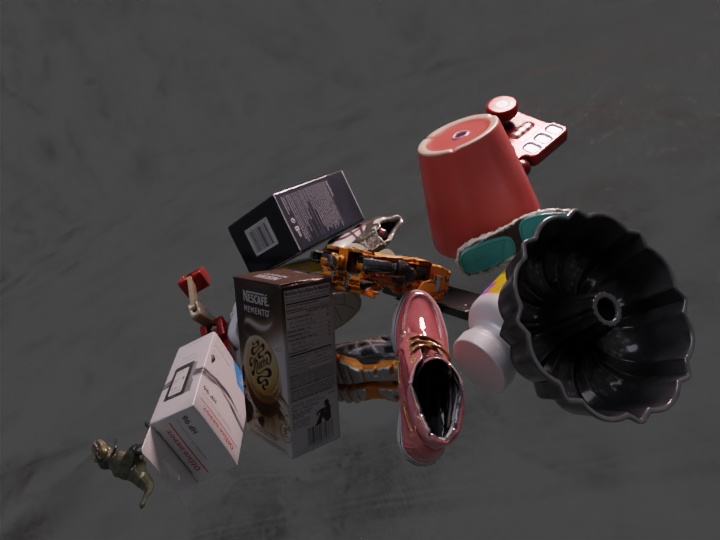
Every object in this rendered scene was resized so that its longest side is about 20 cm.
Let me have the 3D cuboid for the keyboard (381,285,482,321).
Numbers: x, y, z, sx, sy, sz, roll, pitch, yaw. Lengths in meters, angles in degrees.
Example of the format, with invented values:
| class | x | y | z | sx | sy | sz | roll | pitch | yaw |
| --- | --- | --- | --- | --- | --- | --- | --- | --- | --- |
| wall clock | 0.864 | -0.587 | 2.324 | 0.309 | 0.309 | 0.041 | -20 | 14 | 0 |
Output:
| class | x | y | z | sx | sy | sz | roll | pitch | yaw |
| --- | --- | --- | --- | --- | --- | --- | --- | --- | --- |
| keyboard | 0.104 | 0.052 | 0.787 | 0.102 | 0.041 | 0.198 | -14 | 16 | -32 |

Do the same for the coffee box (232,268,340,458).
| class | x | y | z | sx | sy | sz | roll | pitch | yaw |
| --- | --- | --- | --- | --- | --- | --- | --- | --- | --- |
| coffee box | -0.091 | 0.106 | 0.650 | 0.078 | 0.206 | 0.112 | -10 | 11 | -40 |

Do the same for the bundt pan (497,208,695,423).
| class | x | y | z | sx | sy | sz | roll | pitch | yaw |
| --- | --- | --- | --- | --- | --- | --- | --- | --- | --- |
| bundt pan | 0.220 | 0.048 | 0.520 | 0.201 | 0.203 | 0.076 | -38 | -5 | -24 |

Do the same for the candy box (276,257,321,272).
| class | x | y | z | sx | sy | sz | roll | pitch | yaw |
| --- | --- | --- | --- | --- | --- | --- | --- | --- | --- |
| candy box | -0.110 | -0.010 | 1.032 | 0.196 | 0.027 | 0.101 | -8 | 9 | 38 |

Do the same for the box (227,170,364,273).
| class | x | y | z | sx | sy | sz | roll | pitch | yaw |
| --- | --- | --- | --- | --- | --- | --- | --- | --- | --- |
| box | -0.115 | -0.087 | 0.968 | 0.147 | 0.109 | 0.199 | -24 | 6 | 41 |

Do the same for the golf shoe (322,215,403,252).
| class | x | y | z | sx | sy | sz | roll | pitch | yaw |
| --- | --- | --- | --- | --- | --- | --- | --- | --- | --- |
| golf shoe | 0.002 | -0.050 | 0.952 | 0.087 | 0.078 | 0.200 | -26 | 13 | 44 |

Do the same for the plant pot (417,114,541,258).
| class | x | y | z | sx | sy | sz | roll | pitch | yaw |
| --- | --- | --- | --- | --- | --- | --- | --- | --- | --- |
| plant pot | 0.190 | -0.149 | 0.887 | 0.196 | 0.180 | 0.202 | -20 | 27 | 10 |

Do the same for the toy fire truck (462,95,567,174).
| class | x | y | z | sx | sy | sz | roll | pitch | yaw |
| --- | --- | --- | --- | --- | --- | --- | --- | --- | --- |
| toy fire truck | 0.302 | -0.258 | 1.073 | 0.199 | 0.114 | 0.167 | -38 | 47 | -20 |

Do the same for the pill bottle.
| class | x | y | z | sx | sy | sz | roll | pitch | yaw |
| --- | --- | --- | --- | --- | --- | --- | --- | --- | --- |
| pill bottle | 0.196 | 0.047 | 0.614 | 0.199 | 0.106 | 0.103 | -40 | 30 | -26 |

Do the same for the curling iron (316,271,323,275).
| class | x | y | z | sx | sy | sz | roll | pitch | yaw |
| --- | --- | --- | --- | --- | --- | --- | --- | --- | --- |
| curling iron | -0.078 | 0.013 | 0.930 | 0.048 | 0.026 | 0.200 | 14 | 9 | 8 |

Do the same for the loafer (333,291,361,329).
| class | x | y | z | sx | sy | sz | roll | pitch | yaw |
| --- | --- | --- | --- | --- | --- | --- | --- | --- | --- |
| loafer | -0.091 | 0.075 | 0.871 | 0.196 | 0.073 | 0.063 | -28 | 20 | 4 |

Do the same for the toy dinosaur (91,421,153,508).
| class | x | y | z | sx | sy | sz | roll | pitch | yaw |
| --- | --- | --- | --- | --- | --- | --- | --- | --- | --- |
| toy dinosaur | -0.325 | 0.270 | 0.762 | 0.197 | 0.048 | 0.089 | 4 | 54 | 45 |

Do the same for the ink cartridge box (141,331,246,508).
| class | x | y | z | sx | sy | sz | roll | pitch | yaw |
| --- | --- | --- | --- | --- | --- | --- | --- | --- | --- |
| ink cartridge box | -0.213 | 0.195 | 0.711 | 0.066 | 0.118 | 0.201 | -23 | 27 | 7 |

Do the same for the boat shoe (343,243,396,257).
| class | x | y | z | sx | sy | sz | roll | pitch | yaw |
| --- | --- | --- | --- | --- | --- | --- | --- | --- | --- |
| boat shoe | 0.000 | 0.000 | 0.845 | 0.061 | 0.073 | 0.199 | -23 | -8 | 26 |

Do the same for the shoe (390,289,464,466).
| class | x | y | z | sx | sy | sz | roll | pitch | yaw |
| --- | --- | --- | --- | --- | --- | --- | --- | --- | --- |
| shoe | 0.074 | 0.098 | 0.568 | 0.069 | 0.092 | 0.205 | 7 | 59 | -7 |

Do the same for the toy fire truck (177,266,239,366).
| class | x | y | z | sx | sy | sz | roll | pitch | yaw |
| --- | --- | --- | --- | --- | --- | --- | --- | --- | --- |
| toy fire truck | -0.267 | 0.091 | 0.916 | 0.048 | 0.143 | 0.201 | -26 | 26 | -3 |

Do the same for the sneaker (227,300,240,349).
| class | x | y | z | sx | sy | sz | roll | pitch | yaw |
| --- | --- | --- | --- | --- | --- | --- | --- | --- | --- |
| sneaker | -0.205 | 0.088 | 0.962 | 0.070 | 0.074 | 0.201 | -27 | 16 | 18 |

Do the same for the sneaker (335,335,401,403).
| class | x | y | z | sx | sy | sz | roll | pitch | yaw |
| --- | --- | --- | --- | --- | --- | --- | --- | --- | --- |
| sneaker | 0.010 | 0.123 | 0.690 | 0.195 | 0.080 | 0.078 | 2 | 35 | 28 |

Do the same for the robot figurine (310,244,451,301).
| class | x | y | z | sx | sy | sz | roll | pitch | yaw |
| --- | --- | --- | --- | --- | --- | --- | --- | --- | --- |
| robot figurine | 0.028 | 0.005 | 0.687 | 0.143 | 0.060 | 0.197 | 9 | 2 | 42 |

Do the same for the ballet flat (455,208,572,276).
| class | x | y | z | sx | sy | sz | roll | pitch | yaw |
| --- | --- | --- | --- | --- | --- | --- | --- | --- | --- |
| ballet flat | 0.238 | -0.047 | 0.791 | 0.195 | 0.073 | 0.072 | -16 | 28 | 20 |
